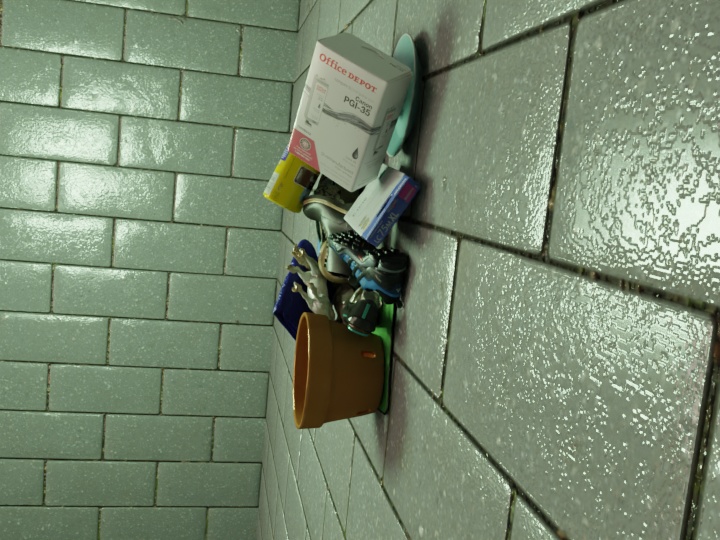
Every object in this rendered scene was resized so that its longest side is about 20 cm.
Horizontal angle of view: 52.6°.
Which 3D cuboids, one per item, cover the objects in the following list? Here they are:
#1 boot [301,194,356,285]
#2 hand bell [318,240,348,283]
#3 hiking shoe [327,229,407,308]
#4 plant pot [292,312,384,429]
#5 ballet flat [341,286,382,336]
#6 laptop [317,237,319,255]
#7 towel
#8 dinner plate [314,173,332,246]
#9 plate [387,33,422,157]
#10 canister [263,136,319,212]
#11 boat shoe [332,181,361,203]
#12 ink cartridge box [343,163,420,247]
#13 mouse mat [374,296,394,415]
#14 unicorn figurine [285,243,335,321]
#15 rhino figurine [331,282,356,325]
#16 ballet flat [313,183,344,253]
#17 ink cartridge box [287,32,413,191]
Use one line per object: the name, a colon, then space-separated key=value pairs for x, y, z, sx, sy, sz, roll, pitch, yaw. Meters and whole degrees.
boot: x=-0.059 y=-0.060 z=1.365 sx=0.199 sy=0.077 sz=0.140 roll=16 pitch=80 yaw=46
hand bell: x=0.000 y=0.000 z=1.374 sx=0.200 sy=0.103 sz=0.105 roll=-146 pitch=60 yaw=-63
hiking shoe: x=0.003 y=-0.008 z=1.228 sx=0.200 sy=0.074 sz=0.088 roll=34 pitch=128 yaw=52
plant pot: x=-0.040 y=0.179 z=1.286 sx=0.200 sy=0.138 sz=0.203 roll=-175 pitch=90 yaw=-78
ballet flat: x=0.009 y=0.069 z=1.274 sx=0.200 sy=0.067 sz=0.069 roll=-145 pitch=76 yaw=-84
laptop: x=-0.093 y=-0.077 z=1.707 sx=0.200 sy=0.115 sz=0.190 roll=41 pitch=-137 yaw=-60
towel: x=-0.115 y=0.054 z=1.526 sx=0.148 sy=0.049 sz=0.201 roll=52 pitch=-142 yaw=-34
dinner plate: x=-0.064 y=-0.128 z=1.577 sx=0.200 sy=0.024 sz=0.203 roll=2 pitch=-90 yaw=-70
plate: x=0.073 y=-0.290 z=1.217 sx=0.200 sy=0.025 sz=0.203 roll=-176 pitch=90 yaw=-79
canister: x=-0.114 y=-0.221 z=1.469 sx=0.202 sy=0.086 sz=0.149 roll=-63 pitch=1 yaw=4
boat shoe: x=-0.030 y=-0.172 z=1.553 sx=0.063 sy=0.073 sz=0.204 roll=147 pitch=122 yaw=-65
ink cartridge box: x=0.035 y=-0.107 z=1.184 sx=0.120 sy=0.042 sz=0.200 roll=-54 pitch=14 yaw=5
mouse mat: x=0.035 y=0.144 z=1.294 sx=0.161 sy=0.007 sz=0.203 roll=180 pitch=95 yaw=-78
unicorn figurine: x=-0.091 y=0.050 z=1.442 sx=0.138 sy=0.073 sz=0.202 roll=50 pitch=-144 yaw=-48
rhino figurine: x=-0.028 y=0.068 z=1.490 sx=0.200 sy=0.059 sz=0.089 roll=-130 pitch=40 yaw=-72
ballet flat: x=-0.050 y=-0.076 z=1.482 sx=0.068 sy=0.075 sz=0.203 roll=-31 pitch=-59 yaw=-55
ink cartridge box: x=-0.021 y=-0.254 z=1.170 sx=0.083 sy=0.146 sz=0.201 roll=-35 pitch=-28 yaw=-48
